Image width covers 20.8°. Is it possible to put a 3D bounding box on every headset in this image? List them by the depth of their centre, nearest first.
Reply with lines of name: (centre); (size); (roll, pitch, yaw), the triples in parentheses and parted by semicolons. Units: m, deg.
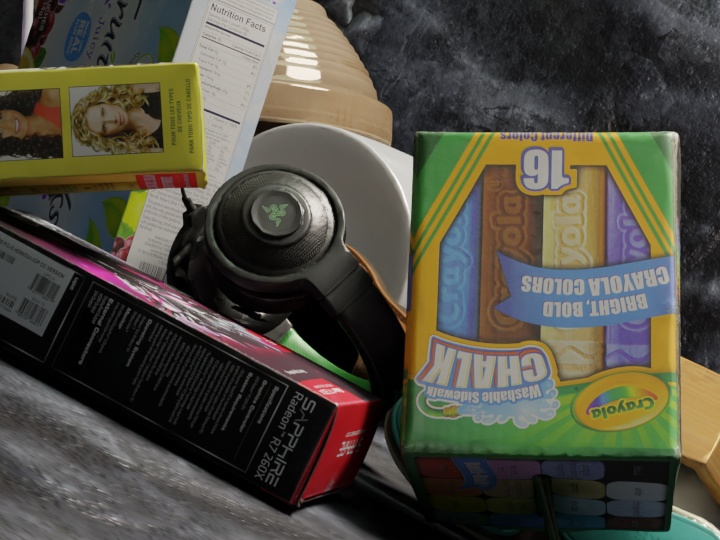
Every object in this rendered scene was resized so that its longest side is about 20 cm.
headset: (-0.061, 0.000, 0.931); (0.200, 0.094, 0.123); (50, -24, -4)

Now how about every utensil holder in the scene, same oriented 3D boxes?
utensil holder: (0.000, 0.000, 1.261); (0.169, 0.171, 0.200); (27, 3, 26)

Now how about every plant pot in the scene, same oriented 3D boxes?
plant pot: (-0.076, -0.130, 1.290); (0.199, 0.094, 0.201); (3, -4, 0)

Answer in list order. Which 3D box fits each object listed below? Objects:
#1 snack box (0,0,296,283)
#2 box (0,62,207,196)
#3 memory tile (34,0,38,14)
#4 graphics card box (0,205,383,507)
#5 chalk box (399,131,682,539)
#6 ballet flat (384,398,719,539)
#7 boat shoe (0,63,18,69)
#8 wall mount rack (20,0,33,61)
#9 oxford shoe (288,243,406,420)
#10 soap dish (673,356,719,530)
snack box: (-0.123, -0.088, 1.044); (0.067, 0.202, 0.168); (17, 0, -37)
box: (-0.166, -0.057, 0.849); (0.198, 0.051, 0.075); (-4, -3, -5)
memory tile: (-0.202, -0.108, 1.456); (0.017, 0.202, 0.153); (-17, 26, -22)
graphics card box: (-0.092, 0.034, 0.858); (0.199, 0.051, 0.125); (26, 2, 10)
chalk box: (0.084, 0.051, 0.904); (0.123, 0.202, 0.125); (1, -23, 7)
ballet flat: (0.098, 0.125, 0.984); (0.199, 0.070, 0.069); (30, 3, 25)
boat shoe: (-0.197, -0.043, 1.297); (0.200, 0.072, 0.076); (42, 46, 3)
wall mount rack: (-0.290, -0.159, 1.413); (0.198, 0.075, 0.174); (4, -40, 3)
oxford shoe: (-0.029, 0.019, 1.084); (0.071, 0.072, 0.200); (19, 8, -37)
soap dish: (0.169, 0.111, 1.079); (0.157, 0.081, 0.200); (26, -18, 42)
